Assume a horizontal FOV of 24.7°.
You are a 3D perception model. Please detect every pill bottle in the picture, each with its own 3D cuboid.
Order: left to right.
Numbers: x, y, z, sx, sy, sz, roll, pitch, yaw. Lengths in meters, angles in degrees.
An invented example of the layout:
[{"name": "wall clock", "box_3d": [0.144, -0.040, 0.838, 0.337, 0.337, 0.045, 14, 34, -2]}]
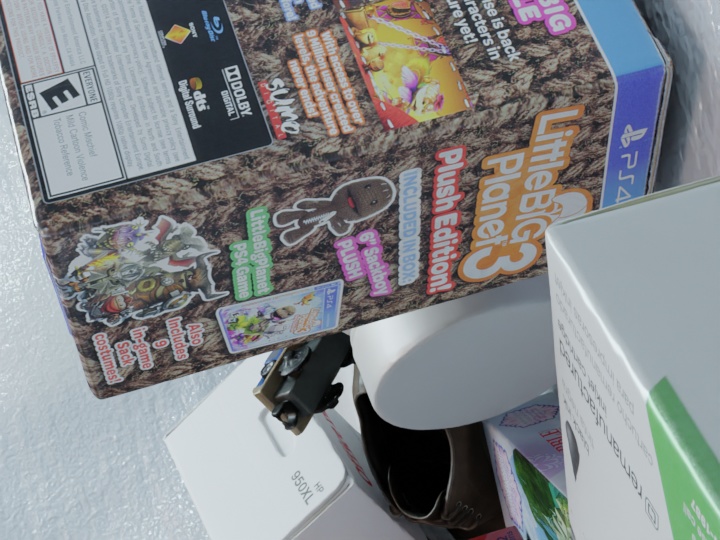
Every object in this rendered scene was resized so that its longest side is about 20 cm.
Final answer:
[{"name": "pill bottle", "box_3d": [0.021, -0.040, 0.714, 0.114, 0.114, 0.201, 88, 165, -58]}]

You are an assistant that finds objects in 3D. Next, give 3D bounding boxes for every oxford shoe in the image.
[{"name": "oxford shoe", "box_3d": [0.041, 0.104, 0.830, 0.200, 0.072, 0.085, 59, -140, -34]}]

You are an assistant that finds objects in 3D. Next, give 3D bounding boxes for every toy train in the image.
[{"name": "toy train", "box_3d": [0.000, 0.000, 0.784, 0.046, 0.200, 0.034, -22, 119, 45]}]

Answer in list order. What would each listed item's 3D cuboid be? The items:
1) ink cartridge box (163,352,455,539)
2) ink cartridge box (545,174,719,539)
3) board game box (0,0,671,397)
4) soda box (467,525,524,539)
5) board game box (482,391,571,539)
[{"name": "ink cartridge box", "box_3d": [-0.002, 0.154, 0.905, 0.200, 0.084, 0.145, 47, -178, -34]}, {"name": "ink cartridge box", "box_3d": [0.115, 0.096, 0.425, 0.146, 0.084, 0.201, -115, 12, -51]}, {"name": "board game box", "box_3d": [-0.019, -0.071, 0.568, 0.097, 0.199, 0.160, 86, 167, -56]}, {"name": "soda box", "box_3d": [0.074, 0.206, 0.695, 0.200, 0.063, 0.070, -115, 13, -51]}, {"name": "board game box", "box_3d": [0.115, 0.174, 0.722, 0.200, 0.041, 0.201, -139, 35, -77]}]
